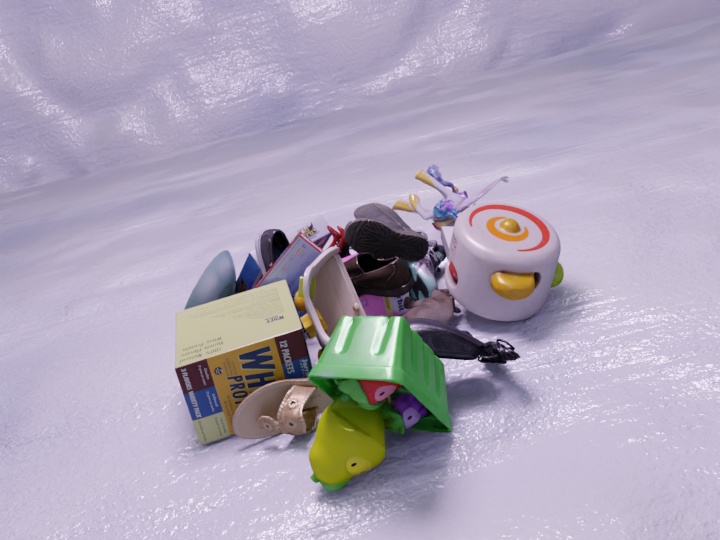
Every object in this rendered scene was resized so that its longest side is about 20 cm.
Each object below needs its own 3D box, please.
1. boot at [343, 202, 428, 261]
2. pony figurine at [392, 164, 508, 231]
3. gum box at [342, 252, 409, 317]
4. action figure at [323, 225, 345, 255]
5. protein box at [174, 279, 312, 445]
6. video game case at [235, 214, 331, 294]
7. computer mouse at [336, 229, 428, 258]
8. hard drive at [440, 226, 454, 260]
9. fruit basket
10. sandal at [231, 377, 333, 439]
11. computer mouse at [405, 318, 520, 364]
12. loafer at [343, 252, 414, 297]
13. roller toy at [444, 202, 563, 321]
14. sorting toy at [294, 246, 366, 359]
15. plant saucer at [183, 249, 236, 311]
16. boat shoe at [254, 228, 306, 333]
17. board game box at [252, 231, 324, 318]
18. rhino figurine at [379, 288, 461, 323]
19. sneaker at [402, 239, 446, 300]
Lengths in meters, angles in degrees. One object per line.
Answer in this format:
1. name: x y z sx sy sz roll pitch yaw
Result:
1. boot: 0.026 -0.086 1.395 0.178 0.074 0.201 16 21 -26
2. pony figurine: 0.194 -0.131 1.533 0.199 0.168 0.193 39 61 15
3. gum box: 0.005 0.030 1.398 0.111 0.068 0.200 -21 25 -12
4. action figure: -0.106 -0.004 1.393 0.098 0.203 0.065 34 16 22
5. protein box: -0.182 0.137 1.177 0.194 0.138 0.200 -17 23 -8
6. video game case: -0.160 -0.009 1.459 0.179 0.046 0.201 -30 -14 -34
7. computer mouse: 0.047 -0.041 1.519 0.195 0.111 0.045 -8 48 -6
8. hard drive: 0.257 -0.045 1.402 0.194 0.027 0.133 0 29 -3
9. fruit basket: 0.017 0.182 0.946 0.152 0.220 0.216 -1 26 28
10. sandal: -0.080 0.197 1.061 0.207 0.080 0.070 -15 17 -16
11. computer mouse: 0.122 0.099 1.066 0.195 0.054 0.139 5 -8 -2
12. loafer: 0.000 0.000 1.292 0.196 0.073 0.073 -1 28 27
13. roller toy: 0.233 -0.021 1.230 0.180 0.142 0.199 30 41 28
14. sorting toy: -0.048 0.068 1.123 0.105 0.204 0.180 -25 -8 2
15. plant saucer: -0.273 0.063 1.374 0.038 0.204 0.202 23 31 5
16. boat shoe: -0.129 0.021 1.317 0.069 0.205 0.066 -17 4 -35
17. board game box: -0.125 0.040 1.277 0.201 0.102 0.020 -48 14 18
18. rhino figurine: 0.108 0.077 1.245 0.086 0.061 0.199 8 30 39
19. sneaker: 0.132 -0.015 1.416 0.137 0.079 0.200 -18 28 -19
